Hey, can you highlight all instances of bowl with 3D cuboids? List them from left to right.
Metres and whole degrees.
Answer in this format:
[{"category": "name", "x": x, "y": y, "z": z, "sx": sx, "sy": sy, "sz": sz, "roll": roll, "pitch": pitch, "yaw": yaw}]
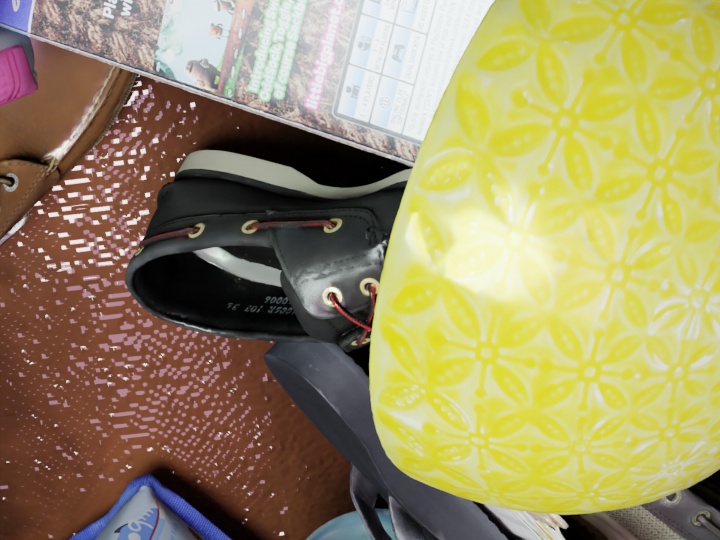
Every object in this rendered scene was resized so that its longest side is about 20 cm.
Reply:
[{"category": "bowl", "x": 0.101, "y": -0.006, "z": 0.625, "sx": 0.107, "sy": 0.200, "sz": 0.202, "roll": 26, "pitch": 125, "yaw": 25}]

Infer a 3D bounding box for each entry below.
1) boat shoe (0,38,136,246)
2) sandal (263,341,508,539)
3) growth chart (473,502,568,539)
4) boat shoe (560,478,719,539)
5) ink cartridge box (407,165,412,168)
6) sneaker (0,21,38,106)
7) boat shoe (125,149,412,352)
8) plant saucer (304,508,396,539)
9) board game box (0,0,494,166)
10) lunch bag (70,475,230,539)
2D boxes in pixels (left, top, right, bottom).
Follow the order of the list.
[{"category": "boat shoe", "x": -0.149, "y": -0.037, "z": 0.812, "sx": 0.072, "sy": 0.068, "sz": 0.200, "roll": 35, "pitch": 115, "yaw": -17}, {"category": "sandal", "x": 0.021, "y": 0.106, "z": 0.877, "sx": 0.043, "sy": 0.076, "sz": 0.200, "roll": -45, "pitch": 110, "yaw": -13}, {"category": "growth chart", "x": 0.079, "y": 0.118, "z": 0.875, "sx": 0.018, "sy": 0.144, "sz": 0.200, "roll": -47, "pitch": 112, "yaw": -13}, {"category": "boat shoe", "x": 0.102, "y": 0.072, "z": 0.881, "sx": 0.065, "sy": 0.073, "sz": 0.200, "roll": -43, "pitch": 111, "yaw": 6}, {"category": "ink cartridge box", "x": 0.102, "y": -0.062, "z": 0.766, "sx": 0.199, "sy": 0.067, "sz": 0.117, "roll": 29, "pitch": 114, "yaw": 11}, {"category": "sneaker", "x": -0.197, "y": -0.097, "z": 0.738, "sx": 0.198, "sy": 0.081, "sz": 0.089, "roll": 15, "pitch": 116, "yaw": 28}, {"category": "boat shoe", "x": 0.001, "y": 0.002, "z": 0.781, "sx": 0.200, "sy": 0.063, "sz": 0.074, "roll": 7, "pitch": 146, "yaw": 35}, {"category": "plant saucer", "x": 0.020, "y": 0.200, "z": 0.886, "sx": 0.027, "sy": 0.201, "sz": 0.200, "roll": -26, "pitch": 120, "yaw": 36}, {"category": "board game box", "x": -0.002, "y": -0.135, "z": 0.687, "sx": 0.198, "sy": 0.097, "sz": 0.161, "roll": 20, "pitch": 111, "yaw": 11}, {"category": "lunch bag", "x": -0.068, "y": 0.223, "z": 0.901, "sx": 0.200, "sy": 0.171, "sz": 0.124, "roll": 39, "pitch": 127, "yaw": -18}]
